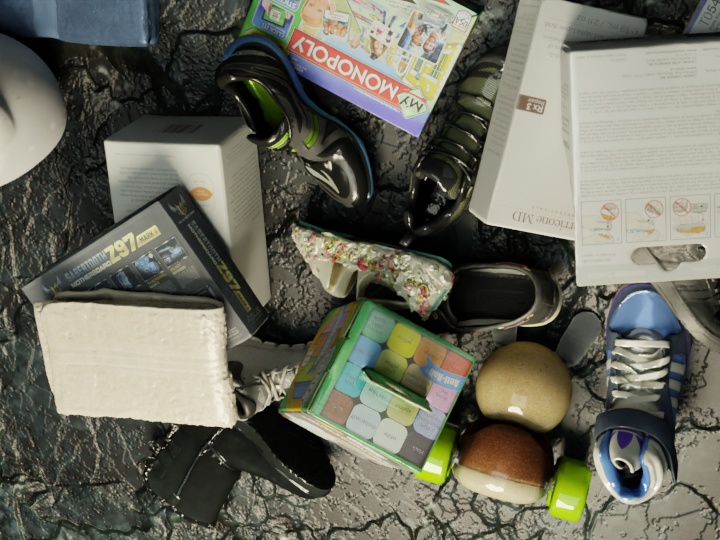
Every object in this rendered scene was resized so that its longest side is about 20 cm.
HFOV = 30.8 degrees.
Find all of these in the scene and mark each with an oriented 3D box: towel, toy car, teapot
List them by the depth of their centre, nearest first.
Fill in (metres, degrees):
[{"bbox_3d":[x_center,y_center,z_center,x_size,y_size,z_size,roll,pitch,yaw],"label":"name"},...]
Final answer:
[{"bbox_3d":[-0.215,0.085,1.258,0.200,0.034,0.133,4,116,17],"label":"towel"},{"bbox_3d":[-0.394,-0.176,1.275,0.200,0.198,0.146,-5,129,20],"label":"teapot"},{"bbox_3d":[-0.291,-0.281,1.283,0.200,0.049,0.112,10,115,14],"label":"towel"},{"bbox_3d":[0.159,0.126,1.293,0.164,0.158,0.200,15,88,7],"label":"toy car"}]

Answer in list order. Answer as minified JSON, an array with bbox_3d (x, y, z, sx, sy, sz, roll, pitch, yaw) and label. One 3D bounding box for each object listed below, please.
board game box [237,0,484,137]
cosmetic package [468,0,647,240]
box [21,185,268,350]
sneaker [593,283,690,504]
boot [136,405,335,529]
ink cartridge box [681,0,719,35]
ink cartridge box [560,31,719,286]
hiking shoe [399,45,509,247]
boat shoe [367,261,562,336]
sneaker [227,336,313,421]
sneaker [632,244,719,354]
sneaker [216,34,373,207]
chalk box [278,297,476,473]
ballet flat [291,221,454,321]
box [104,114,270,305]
[{"bbox_3d":[-0.002,-0.230,1.224,0.200,0.029,0.135,28,117,4],"label":"board game box"},{"bbox_3d":[0.171,-0.132,1.144,0.101,0.074,0.200,10,100,-11],"label":"cosmetic package"},{"bbox_3d":[-0.212,0.031,1.280,0.200,0.051,0.158,-29,101,28],"label":"box"},{"bbox_3d":[0.262,0.120,1.223,0.080,0.146,0.200,5,114,16],"label":"sneaker"},{"bbox_3d":[-0.141,0.222,1.440,0.198,0.073,0.163,39,116,7],"label":"boot"},{"bbox_3d":[0.350,-0.135,1.119,0.200,0.041,0.200,29,102,3],"label":"ink cartridge box"},{"bbox_3d":[0.252,-0.094,1.094,0.162,0.057,0.200,-3,109,3],"label":"ink cartridge box"},{"bbox_3d":[0.098,-0.109,1.203,0.076,0.101,0.200,27,118,6],"label":"hiking shoe"},{"bbox_3d":[0.091,0.026,1.268,0.201,0.063,0.074,-3,81,28],"label":"boat shoe"},{"bbox_3d":[-0.075,0.122,1.350,0.200,0.116,0.075,0,113,18],"label":"sneaker"},{"bbox_3d":[0.309,-0.022,1.195,0.200,0.060,0.104,49,121,1],"label":"sneaker"},{"bbox_3d":[-0.066,-0.130,1.244,0.071,0.083,0.200,-21,120,42],"label":"sneaker"},{"bbox_3d":[0.018,0.108,1.235,0.124,0.200,0.124,30,78,-10],"label":"chalk box"},{"bbox_3d":[0.000,0.000,1.261,0.200,0.076,0.064,15,80,40],"label":"ballet flat"},{"bbox_3d":[-0.170,-0.048,1.317,0.124,0.097,0.200,4,113,17],"label":"box"}]
